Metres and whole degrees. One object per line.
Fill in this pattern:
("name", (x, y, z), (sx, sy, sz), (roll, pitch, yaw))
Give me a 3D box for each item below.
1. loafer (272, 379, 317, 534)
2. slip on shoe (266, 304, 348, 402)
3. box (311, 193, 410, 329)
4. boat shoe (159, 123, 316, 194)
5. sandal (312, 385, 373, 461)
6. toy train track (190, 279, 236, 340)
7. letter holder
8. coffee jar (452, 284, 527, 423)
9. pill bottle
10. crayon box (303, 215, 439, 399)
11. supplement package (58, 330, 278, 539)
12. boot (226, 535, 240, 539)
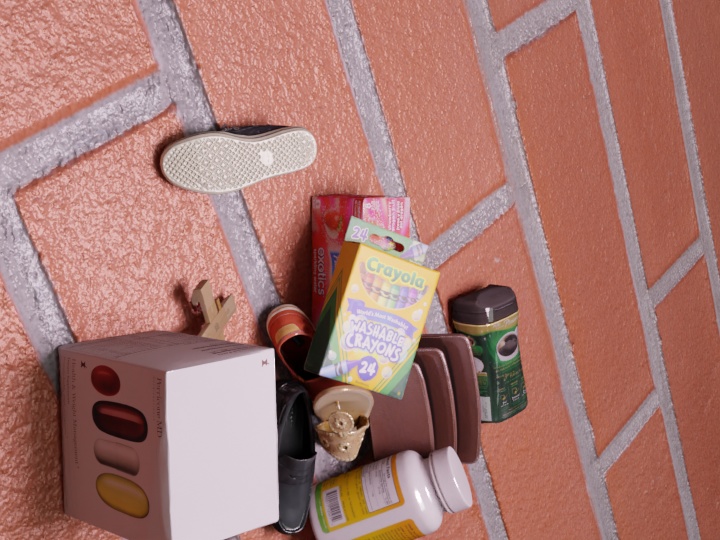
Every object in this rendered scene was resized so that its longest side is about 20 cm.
("loafer", (-0.089, 0.241, 1.395), (0.068, 0.070, 0.203), (-4, 96, -31))
("slip on shoe", (-0.056, 0.130, 1.414), (0.074, 0.061, 0.201), (-30, 124, 6))
("box", (0.000, 0.000, 1.453), (0.095, 0.099, 0.202), (-5, 98, -47))
("boat shoe", (-0.149, -0.137, 1.310), (0.199, 0.062, 0.075), (-14, 109, -30))
("sandal", (-0.018, 0.211, 1.394), (0.212, 0.077, 0.070), (96, -15, -66))
("toy train track", (-0.177, 0.104, 1.321), (0.115, 0.032, 0.202), (-60, 143, -56))
("letter holder", (0.090, 0.198, 1.506), (0.101, 0.141, 0.202), (-56, 142, -66))
("coffee jar", (0.199, 0.126, 1.689), (0.104, 0.085, 0.202), (-19, 109, -41))
("pill bottle", (0.040, 0.303, 1.438), (0.111, 0.199, 0.112), (-22, 90, -78))
("crayon box", (0.020, 0.047, 1.371), (0.125, 0.051, 0.202), (19, 85, -28))
("supplement package", (-0.208, 0.175, 1.173), (0.146, 0.199, 0.193), (-8, 99, -46))
("boot", (-0.188, 0.423, 1.313), (0.173, 0.069, 0.202), (-20, 106, -44))
